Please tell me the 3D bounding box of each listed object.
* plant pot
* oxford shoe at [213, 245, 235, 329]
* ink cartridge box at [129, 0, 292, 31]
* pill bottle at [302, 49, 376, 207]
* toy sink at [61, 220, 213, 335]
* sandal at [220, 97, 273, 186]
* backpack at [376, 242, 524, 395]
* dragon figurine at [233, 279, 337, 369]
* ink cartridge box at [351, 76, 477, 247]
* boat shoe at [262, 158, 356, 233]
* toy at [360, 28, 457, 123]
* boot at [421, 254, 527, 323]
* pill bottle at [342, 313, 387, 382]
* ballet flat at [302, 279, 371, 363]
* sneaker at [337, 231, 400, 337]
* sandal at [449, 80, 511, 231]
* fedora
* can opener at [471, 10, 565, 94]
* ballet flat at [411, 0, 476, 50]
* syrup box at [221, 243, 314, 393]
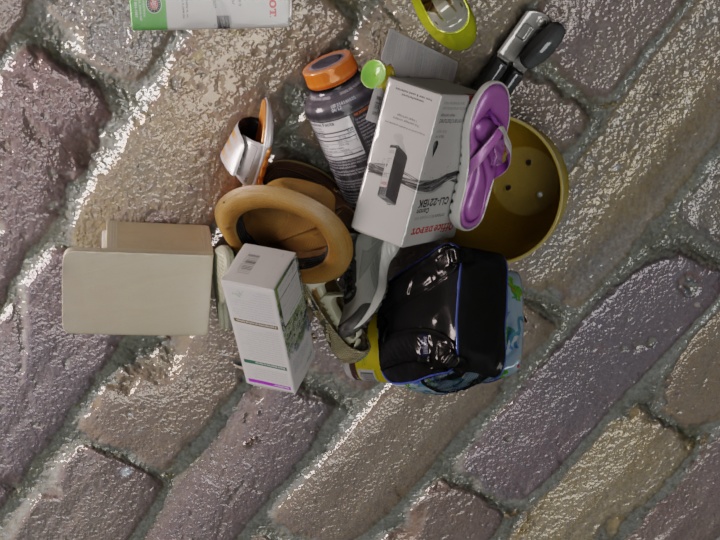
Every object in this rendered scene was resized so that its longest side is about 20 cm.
[{"bbox_3d":[0.204,-0.117,1.443,0.200,0.142,0.200,5,102,28],"label":"plant pot"},{"bbox_3d":[-0.177,0.022,1.484,0.058,0.075,0.200,-7,152,-9],"label":"oxford shoe"},{"bbox_3d":[-0.188,-0.380,1.307,0.200,0.084,0.146,-2,117,-7],"label":"ink cartridge box"},{"bbox_3d":[-0.008,-0.193,1.413,0.106,0.106,0.200,-22,117,4],"label":"pill bottle"},{"bbox_3d":[-0.312,0.009,1.471,0.200,0.112,0.130,1,116,-13],"label":"toy sink"},{"bbox_3d":[-0.164,-0.138,1.435,0.059,0.079,0.207,10,117,-15],"label":"sandal"},{"bbox_3d":[0.118,0.076,1.389,0.147,0.183,0.200,14,157,-29],"label":"backpack"},{"bbox_3d":[-0.106,0.078,1.560,0.059,0.099,0.200,33,125,-19],"label":"dragon figurine"},{"bbox_3d":[0.079,-0.138,1.340,0.084,0.144,0.200,25,110,28],"label":"ink cartridge box"},{"bbox_3d":[-0.049,-0.089,1.480,0.200,0.068,0.072,32,108,-21],"label":"boat shoe"},{"bbox_3d":[0.057,-0.240,1.371,0.047,0.200,0.115,17,96,26],"label":"toy"},{"bbox_3d":[0.146,0.058,1.581,0.200,0.075,0.107,36,112,-23],"label":"boot"},{"bbox_3d":[0.079,0.112,1.541,0.200,0.109,0.109,2,119,17],"label":"pill bottle"},{"bbox_3d":[-0.043,0.037,1.471,0.068,0.075,0.200,-32,93,-36],"label":"ballet flat"},{"bbox_3d":[0.000,0.000,1.427,0.079,0.200,0.074,26,153,-16],"label":"sneaker"},{"bbox_3d":[0.165,-0.141,1.332,0.082,0.050,0.203,-19,128,-41],"label":"sandal"},{"bbox_3d":[-0.093,-0.067,1.394,0.201,0.082,0.201,16,145,11],"label":"fedora"},{"bbox_3d":[0.197,-0.265,1.431,0.053,0.066,0.200,28,114,-21],"label":"can opener"},{"bbox_3d":[0.095,-0.365,1.362,0.067,0.067,0.200,-29,117,7],"label":"ballet flat"},{"bbox_3d":[-0.122,0.068,1.421,0.081,0.079,0.200,10,134,18],"label":"syrup box"}]
